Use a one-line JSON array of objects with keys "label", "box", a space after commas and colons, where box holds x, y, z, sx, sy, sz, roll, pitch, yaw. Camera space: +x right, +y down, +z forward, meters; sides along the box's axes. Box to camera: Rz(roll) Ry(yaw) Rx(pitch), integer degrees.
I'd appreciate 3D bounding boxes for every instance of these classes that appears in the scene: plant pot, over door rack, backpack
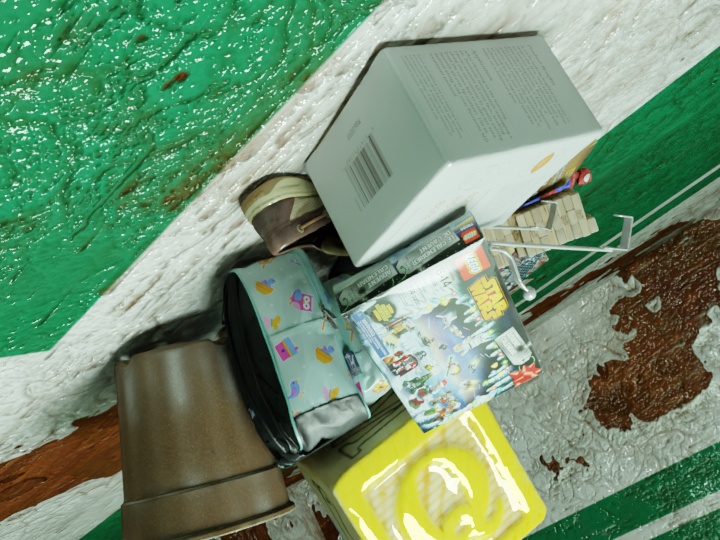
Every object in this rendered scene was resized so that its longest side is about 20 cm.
[{"label": "plant pot", "box": [-0.188, 0.189, 0.872, 0.195, 0.203, 0.200, -13, 171, -2]}, {"label": "over door rack", "box": [0.159, -0.021, 0.803, 0.195, 0.068, 0.147, -11, -165, -20]}, {"label": "backpack", "box": [-0.063, 0.079, 0.812, 0.151, 0.203, 0.176, -26, 169, -18]}]

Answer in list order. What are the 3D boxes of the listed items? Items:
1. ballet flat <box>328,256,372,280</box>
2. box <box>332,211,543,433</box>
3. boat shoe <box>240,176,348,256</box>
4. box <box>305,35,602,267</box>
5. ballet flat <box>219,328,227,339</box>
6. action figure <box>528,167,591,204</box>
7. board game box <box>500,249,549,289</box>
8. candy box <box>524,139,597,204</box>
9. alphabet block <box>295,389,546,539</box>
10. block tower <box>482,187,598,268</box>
[{"label": "ballet flat", "box": [0.000, 0.000, 0.931, 0.072, 0.074, 0.200, -29, 164, -1]}, {"label": "box", "box": [0.077, 0.056, 0.707, 0.135, 0.040, 0.201, -28, 132, 6]}, {"label": "boat shoe", "box": [-0.025, -0.044, 0.733, 0.072, 0.073, 0.198, -38, 162, 30]}, {"label": "box", "box": [0.078, -0.105, 0.667, 0.197, 0.108, 0.152, -17, 161, -38]}, {"label": "ballet flat", "box": [-0.083, 0.080, 0.961, 0.195, 0.058, 0.066, -8, 164, 11]}, {"label": "action figure", "box": [0.249, -0.102, 1.103, 0.197, 0.052, 0.066, -28, 160, -17]}, {"label": "board game box", "box": [0.185, -0.015, 1.088, 0.135, 0.035, 0.200, -38, 153, 9]}, {"label": "candy box", "box": [0.168, -0.108, 0.916, 0.197, 0.056, 0.116, -25, 165, -13]}, {"label": "alphabet block", "box": [0.058, 0.239, 0.899, 0.195, 0.198, 0.199, -36, -170, -16]}, {"label": "block tower", "box": [0.187, -0.041, 0.960, 0.196, 0.059, 0.054, -20, -170, 8]}]
